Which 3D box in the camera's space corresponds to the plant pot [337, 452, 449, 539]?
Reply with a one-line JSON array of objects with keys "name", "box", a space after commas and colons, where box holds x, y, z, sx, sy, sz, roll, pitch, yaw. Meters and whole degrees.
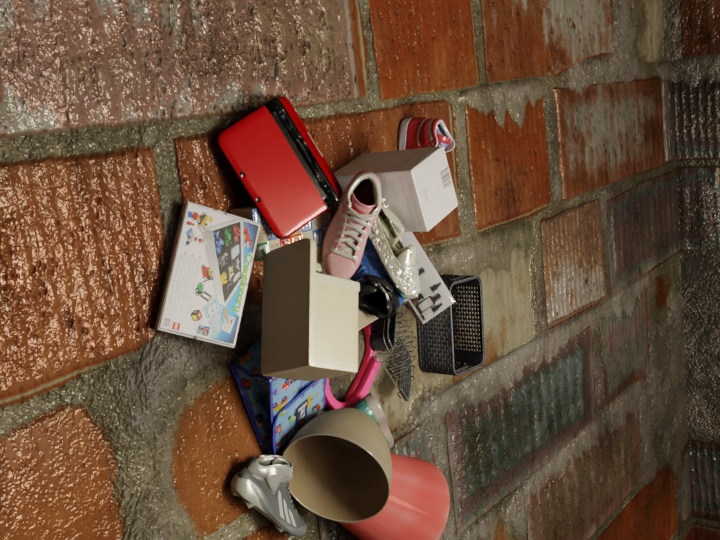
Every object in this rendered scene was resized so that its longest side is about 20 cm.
[{"name": "plant pot", "box": [0.044, 0.435, 1.714, 0.176, 0.198, 0.204, 33, 66, -38]}]

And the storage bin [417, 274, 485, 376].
[{"name": "storage bin", "box": [0.197, 0.116, 1.963, 0.134, 0.093, 0.204, -12, 100, -51]}]

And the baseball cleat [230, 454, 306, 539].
[{"name": "baseball cleat", "box": [-0.134, 0.386, 1.547, 0.107, 0.070, 0.200, -49, 132, -6]}]

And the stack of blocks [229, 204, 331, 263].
[{"name": "stack of blocks", "box": [-0.131, -0.062, 1.559, 0.199, 0.058, 0.118, -17, 104, -51]}]

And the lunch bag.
[{"name": "lunch bag", "box": [-0.129, 0.212, 1.568, 0.150, 0.093, 0.203, -42, 136, -41]}]

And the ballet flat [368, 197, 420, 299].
[{"name": "ballet flat", "box": [0.060, -0.045, 1.614, 0.071, 0.071, 0.202, -25, 82, -48]}]

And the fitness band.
[{"name": "fitness band", "box": [-0.023, 0.175, 1.727, 0.144, 0.037, 0.202, 55, 49, -37]}]

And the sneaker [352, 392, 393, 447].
[{"name": "sneaker", "box": [0.010, 0.306, 1.741, 0.079, 0.072, 0.201, -31, 146, -9]}]

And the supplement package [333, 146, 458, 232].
[{"name": "supplement package", "box": [0.061, -0.150, 1.691, 0.120, 0.197, 0.123, -39, 121, -43]}]

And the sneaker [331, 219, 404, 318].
[{"name": "sneaker", "box": [0.001, -0.001, 1.627, 0.201, 0.076, 0.111, 49, 32, -8]}]

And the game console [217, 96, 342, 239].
[{"name": "game console", "box": [-0.131, -0.177, 1.529, 0.202, 0.117, 0.173, 58, 9, -9]}]

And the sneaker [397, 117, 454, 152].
[{"name": "sneaker", "box": [0.135, -0.215, 1.853, 0.071, 0.111, 0.204, -4, 95, -51]}]

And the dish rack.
[{"name": "dish rack", "box": [0.075, 0.155, 1.799, 0.155, 0.054, 0.201, -81, 149, -48]}]

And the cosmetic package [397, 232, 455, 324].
[{"name": "cosmetic package", "box": [0.099, -0.001, 1.771, 0.082, 0.051, 0.202, -33, 89, -8]}]

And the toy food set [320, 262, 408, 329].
[{"name": "toy food set", "box": [-0.010, 0.037, 1.694, 0.199, 0.060, 0.145, -28, 80, -46]}]

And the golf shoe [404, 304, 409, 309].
[{"name": "golf shoe", "box": [0.083, -0.014, 1.842, 0.092, 0.074, 0.204, 140, -65, -85]}]

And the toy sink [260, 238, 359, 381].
[{"name": "toy sink", "box": [-0.078, 0.067, 1.446, 0.111, 0.129, 0.204, 12, 70, -40]}]

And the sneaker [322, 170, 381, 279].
[{"name": "sneaker", "box": [-0.015, -0.078, 1.549, 0.105, 0.074, 0.204, -152, -98, -87]}]

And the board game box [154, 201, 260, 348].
[{"name": "board game box", "box": [-0.236, 0.008, 1.404, 0.124, 0.034, 0.204, 16, 77, -22]}]

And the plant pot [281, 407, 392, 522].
[{"name": "plant pot", "box": [-0.028, 0.324, 1.597, 0.135, 0.197, 0.203, -63, 138, -55]}]
